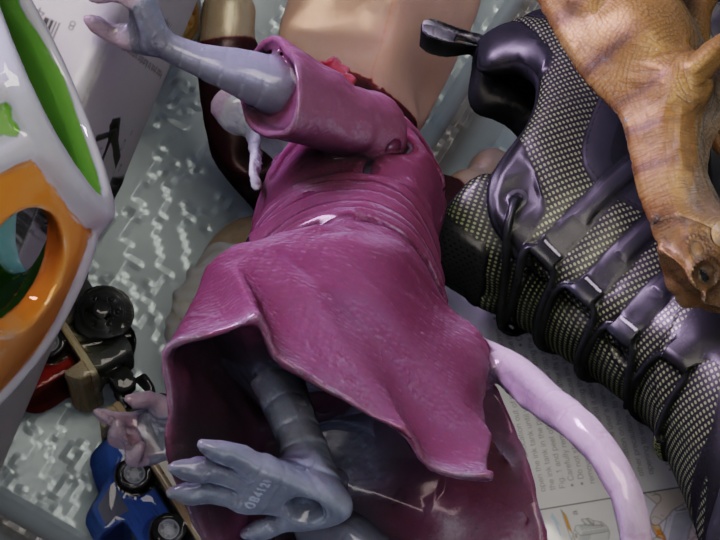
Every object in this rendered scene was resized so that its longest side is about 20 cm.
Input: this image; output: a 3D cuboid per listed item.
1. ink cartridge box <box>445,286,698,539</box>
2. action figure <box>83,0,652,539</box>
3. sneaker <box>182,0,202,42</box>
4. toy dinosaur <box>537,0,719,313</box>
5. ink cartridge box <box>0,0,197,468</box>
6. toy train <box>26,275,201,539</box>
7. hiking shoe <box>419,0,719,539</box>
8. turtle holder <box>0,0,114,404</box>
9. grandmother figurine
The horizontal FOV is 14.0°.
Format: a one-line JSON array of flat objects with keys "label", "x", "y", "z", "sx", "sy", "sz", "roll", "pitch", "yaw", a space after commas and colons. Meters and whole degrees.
[{"label": "ink cartridge box", "x": 0.117, "y": 0.044, "z": 0.874, "sx": 0.200, "sy": 0.050, "sz": 0.109, "roll": -8, "pitch": 67, "yaw": -7}, {"label": "action figure", "x": 0.000, "y": 0.000, "z": 0.760, "sx": 0.149, "sy": 0.134, "sz": 0.200, "roll": -1, "pitch": 38, "yaw": 2}, {"label": "sneaker", "x": -0.117, "y": -0.134, "z": 0.918, "sx": 0.088, "sy": 0.076, "sz": 0.200, "roll": -25, "pitch": 63, "yaw": -9}, {"label": "toy dinosaur", "x": 0.069, "y": -0.080, "z": 0.805, "sx": 0.106, "sy": 0.060, "sz": 0.200, "roll": -24, "pitch": 58, "yaw": -11}, {"label": "ink cartridge box", "x": -0.144, "y": -0.042, "z": 0.823, "sx": 0.146, "sy": 0.084, "sz": 0.200, "roll": 23, "pitch": 89, "yaw": 8}, {"label": "toy train", "x": -0.092, "y": 0.017, "z": 0.870, "sx": 0.046, "sy": 0.034, "sz": 0.200, "roll": -31, "pitch": 73, "yaw": -14}, {"label": "hiking shoe", "x": 0.072, "y": 0.009, "z": 0.827, "sx": 0.101, "sy": 0.076, "sz": 0.200, "roll": -10, "pitch": 57, "yaw": 0}, {"label": "turtle holder", "x": -0.136, "y": -0.030, "z": 0.722, "sx": 0.132, "sy": 0.141, "sz": 0.186, "roll": -26, "pitch": 29, "yaw": 5}, {"label": "grandmother figurine", "x": -0.004, "y": -0.049, "z": 0.894, "sx": 0.121, "sy": 0.061, "sz": 0.200, "roll": 29, "pitch": 65, "yaw": -13}]
